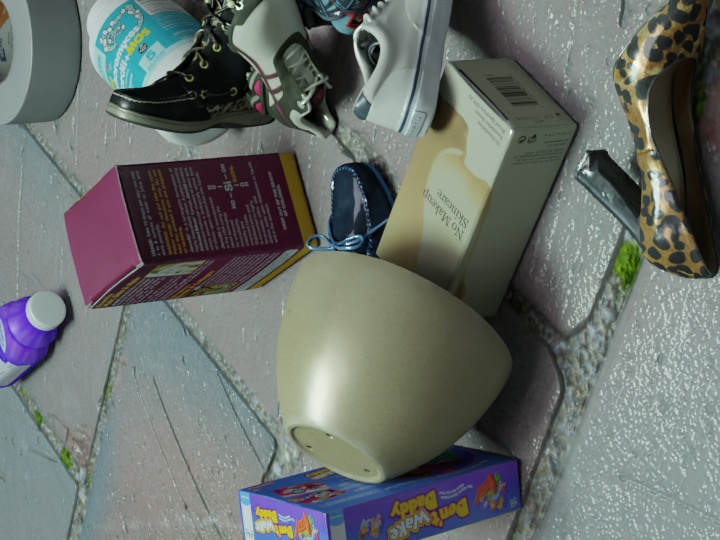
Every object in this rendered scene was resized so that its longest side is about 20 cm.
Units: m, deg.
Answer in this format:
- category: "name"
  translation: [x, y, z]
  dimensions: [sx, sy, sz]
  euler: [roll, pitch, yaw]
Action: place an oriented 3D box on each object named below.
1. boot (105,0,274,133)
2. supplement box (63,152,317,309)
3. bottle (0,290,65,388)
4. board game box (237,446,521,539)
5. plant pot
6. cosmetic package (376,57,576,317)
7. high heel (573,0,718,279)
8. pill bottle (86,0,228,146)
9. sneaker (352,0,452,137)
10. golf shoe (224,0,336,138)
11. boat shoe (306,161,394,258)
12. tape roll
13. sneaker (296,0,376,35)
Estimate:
- category: "boot"
  translation: [-0.150, -0.212, 1.789]
  dimensions: [0.073, 0.203, 0.154]
  euler: [24, 111, 38]
- category: "supplement box"
  translation: [-0.164, -0.039, 1.833]
  dimensions: [0.131, 0.200, 0.104]
  euler: [-32, 70, 51]
- category: "bottle"
  translation: [-0.423, 0.081, 2.343]
  dimensions: [0.200, 0.065, 0.084]
  euler: [-34, 66, 52]
- category: "board game box"
  translation: [0.017, 0.194, 1.609]
  dimensions: [0.134, 0.200, 0.045]
  euler: [5, 103, 55]
- category: "plant pot"
  translation: [0.009, 0.096, 1.572]
  dimensions: [0.200, 0.200, 0.135]
  euler: [-10, 46, 55]
- category: "cosmetic package"
  translation: [0.092, -0.065, 1.570]
  dimensions: [0.105, 0.071, 0.200]
  euler: [50, 133, 38]
- category: "high heel"
  translation: [0.240, -0.097, 1.365]
  dimensions: [0.143, 0.071, 0.200]
  euler: [48, 135, 31]
- category: "pill bottle"
  translation: [-0.206, -0.216, 1.942]
  dimensions: [0.200, 0.111, 0.111]
  euler: [42, 128, 44]
- category: "sneaker"
  translation: [0.033, -0.199, 1.570]
  dimensions: [0.073, 0.071, 0.200]
  euler: [116, 165, -48]
- category: "golf shoe"
  translation: [-0.064, -0.195, 1.729]
  dimensions: [0.088, 0.077, 0.200]
  euler: [38, 166, 22]
- category: "boat shoe"
  translation: [0.000, 0.000, 1.717]
  dimensions: [0.084, 0.068, 0.201]
  euler: [-22, 77, 54]
- category: "tape roll"
  translation: [-0.406, -0.275, 2.260]
  dimensions: [0.200, 0.066, 0.201]
  euler: [11, 104, 54]
- category: "sneaker"
  translation: [-0.001, -0.260, 1.686]
  dimensions: [0.200, 0.079, 0.096]
  euler: [-5, 101, 64]
